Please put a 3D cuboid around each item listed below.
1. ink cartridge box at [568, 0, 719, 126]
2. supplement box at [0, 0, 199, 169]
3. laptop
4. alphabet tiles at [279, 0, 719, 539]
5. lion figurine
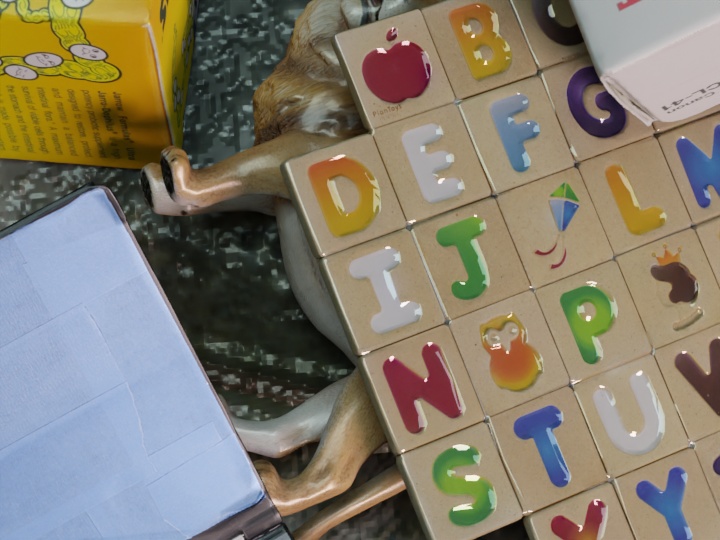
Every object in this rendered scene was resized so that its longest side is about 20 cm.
[{"bbox_3d":[0.115,-0.170,0.781,0.147,0.086,0.201,-24,73,16],"label":"ink cartridge box"},{"bbox_3d":[-0.157,-0.113,0.842,0.198,0.110,0.110,4,68,3],"label":"supplement box"},{"bbox_3d":[-0.100,0.118,0.695,0.186,0.116,0.201,-29,60,-6],"label":"laptop"},{"bbox_3d":[0.069,0.001,0.801,0.166,0.006,0.201,-20,84,-24],"label":"alphabet tiles"},{"bbox_3d":[0.000,0.000,0.821,0.122,0.072,0.201,-11,81,-17],"label":"lion figurine"}]
